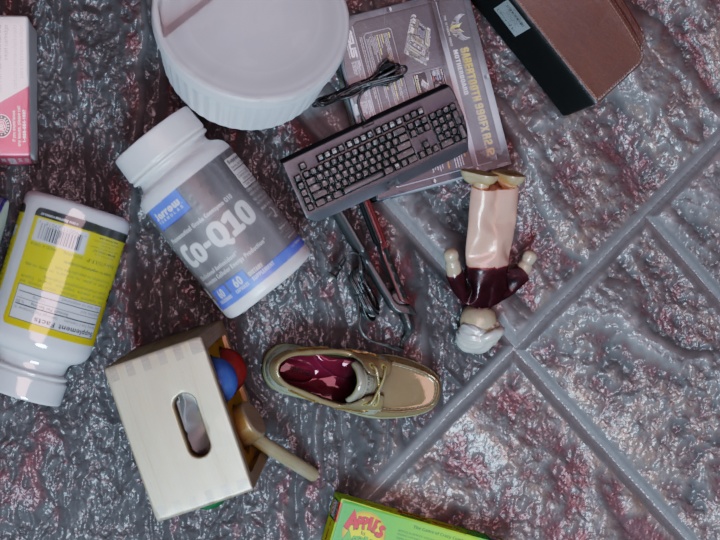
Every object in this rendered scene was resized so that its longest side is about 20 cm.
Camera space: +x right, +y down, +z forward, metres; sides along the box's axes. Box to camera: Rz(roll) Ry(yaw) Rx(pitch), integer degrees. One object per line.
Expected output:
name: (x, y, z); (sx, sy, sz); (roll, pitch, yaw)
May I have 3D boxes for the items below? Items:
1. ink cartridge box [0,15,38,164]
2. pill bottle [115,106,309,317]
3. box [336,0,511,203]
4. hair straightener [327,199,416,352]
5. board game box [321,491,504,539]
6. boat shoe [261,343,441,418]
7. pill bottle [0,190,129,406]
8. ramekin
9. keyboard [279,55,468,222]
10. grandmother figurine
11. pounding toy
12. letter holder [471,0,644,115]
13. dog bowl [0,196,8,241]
ink cartridge box: (-0.429, -0.181, 1.325); (0.198, 0.085, 0.147); (-1, 90, -8)
pill bottle: (-0.154, -0.062, 1.357); (0.114, 0.114, 0.200); (-39, 96, -8)
box: (0.062, -0.190, 1.428); (0.157, 0.048, 0.201); (-16, 94, -10)
hair straightener: (0.000, 0.000, 1.428); (0.077, 0.041, 0.201); (-23, 98, -9)
board game box: (0.055, 0.318, 1.428); (0.199, 0.048, 0.102); (17, 87, -10)
boat shoe: (-0.006, 0.121, 1.407); (0.198, 0.066, 0.075); (7, 89, -10)
pill bottle: (-0.313, 0.029, 1.331); (0.111, 0.111, 0.201); (18, 87, -9)
ramekin: (-0.115, -0.237, 1.347); (0.201, 0.094, 0.204); (4, 66, -9)
keyboard: (0.010, -0.146, 1.385); (0.199, 0.021, 0.128); (-26, 95, -9)
grandmother figurine: (0.137, -0.007, 1.422); (0.120, 0.061, 0.202); (2, 104, -20)
pounding toy: (-0.144, 0.159, 1.339); (0.141, 0.184, 0.201); (-19, 93, 3)
letter holder: (0.226, -0.295, 1.432); (0.142, 0.101, 0.200); (-41, 97, -9)
dog bowl: (-0.406, 0.013, 1.270); (0.078, 0.200, 0.202); (18, 87, -12)
